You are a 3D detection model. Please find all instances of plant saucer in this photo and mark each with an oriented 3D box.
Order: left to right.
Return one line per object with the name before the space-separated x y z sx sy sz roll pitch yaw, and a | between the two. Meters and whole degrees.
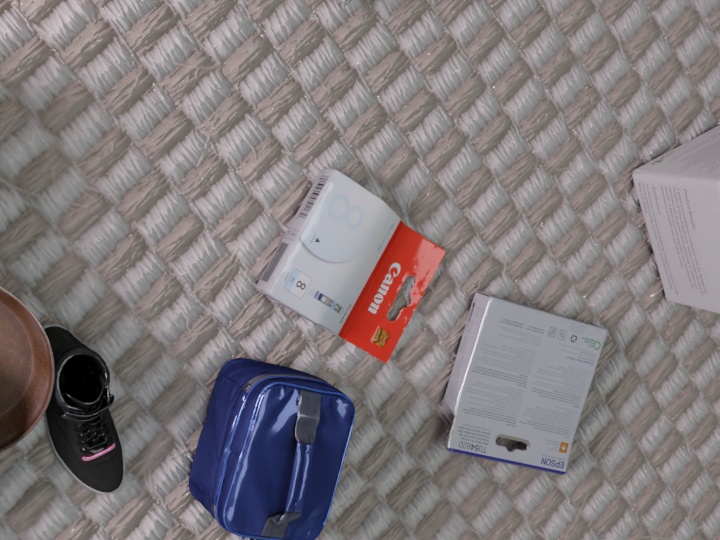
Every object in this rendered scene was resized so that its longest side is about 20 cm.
plant saucer | -0.400 0.090 1.202 0.199 0.037 0.201 -2 110 -5

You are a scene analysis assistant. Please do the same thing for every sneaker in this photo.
sneaker | -0.285 0.156 1.266 0.070 0.099 0.201 -25 110 -24

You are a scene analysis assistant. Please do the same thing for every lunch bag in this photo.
lunch bag | -0.099 0.208 1.353 0.135 0.132 0.201 13 92 -28

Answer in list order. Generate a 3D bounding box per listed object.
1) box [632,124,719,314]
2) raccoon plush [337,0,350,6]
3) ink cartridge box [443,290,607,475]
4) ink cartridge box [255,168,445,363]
box | 0.501 -0.073 1.597 0.199 0.171 0.200 -28 110 -21
raccoon plush | 0.012 -0.408 1.338 0.134 0.097 0.200 46 77 -18
ink cartridge box | 0.204 0.145 1.552 0.199 0.041 0.201 16 91 -29
ink cartridge box | 0.000 0.000 1.418 0.200 0.047 0.161 32 83 -26
